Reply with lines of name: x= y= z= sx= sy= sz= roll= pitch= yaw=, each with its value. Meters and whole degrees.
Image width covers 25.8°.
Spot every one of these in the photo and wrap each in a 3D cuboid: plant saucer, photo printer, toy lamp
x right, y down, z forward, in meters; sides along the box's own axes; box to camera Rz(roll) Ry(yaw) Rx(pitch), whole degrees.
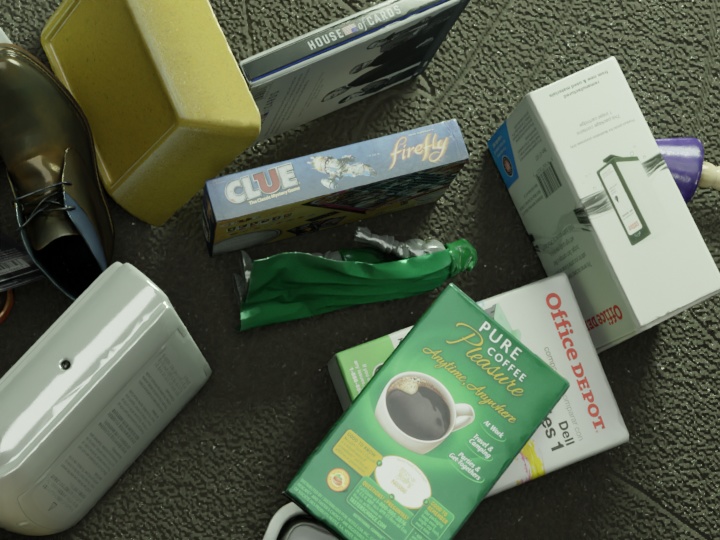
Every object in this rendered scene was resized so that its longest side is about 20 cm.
plant saucer: x=-0.174 y=-0.150 z=1.198 sx=0.048 sy=0.200 sz=0.201 roll=-20 pitch=82 yaw=-36
photo printer: x=-0.208 y=0.106 z=1.167 sx=0.069 sy=0.167 sz=0.200 roll=38 pitch=77 yaw=20
toy lamp: x=0.328 y=-0.073 z=1.321 sx=0.198 sy=0.058 sz=0.059 roll=9 pitch=79 yaw=-6

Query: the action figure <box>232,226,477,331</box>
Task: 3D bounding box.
action figure: x=0.000 y=0.000 z=1.254 sx=0.198 sy=0.118 sz=0.055 roll=-6 pitch=68 yaw=-17

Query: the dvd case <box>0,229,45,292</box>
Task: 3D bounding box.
dvd case: x=-0.352 y=-0.035 z=1.165 sx=0.199 sy=0.148 sz=0.016 roll=35 pitch=119 yaw=20

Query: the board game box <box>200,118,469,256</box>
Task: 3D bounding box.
board game box: x=-0.024 y=-0.063 z=1.234 sx=0.198 sy=0.136 sz=0.035 roll=-14 pitch=82 yaw=-10

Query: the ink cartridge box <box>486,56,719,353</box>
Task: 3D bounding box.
ink cartridge box: x=0.191 y=-0.046 z=1.253 sx=0.084 sy=0.146 sz=0.201 roll=-24 pitch=84 yaw=-13

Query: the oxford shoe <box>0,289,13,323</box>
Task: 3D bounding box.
oxford shoe: x=-0.358 y=-0.027 z=1.216 sx=0.199 sy=0.073 sz=0.072 roll=29 pitch=78 yaw=-1

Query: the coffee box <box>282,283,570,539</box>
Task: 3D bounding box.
coffee box: x=0.050 y=0.124 z=1.170 sx=0.123 sy=0.044 sz=0.200 roll=38 pitch=80 yaw=2

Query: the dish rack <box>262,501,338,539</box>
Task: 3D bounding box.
dish rack: x=-0.021 y=0.295 z=1.216 sx=0.170 sy=0.044 sz=0.201 roll=23 pitch=78 yaw=-2

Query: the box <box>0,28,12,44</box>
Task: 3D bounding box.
box: x=-0.351 y=-0.169 z=1.161 sx=0.152 sy=0.200 sz=0.107 roll=30 pitch=78 yaw=19

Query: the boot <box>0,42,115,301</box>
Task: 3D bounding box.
boot: x=-0.227 y=-0.067 z=1.160 sx=0.074 sy=0.097 sz=0.201 roll=-22 pitch=127 yaw=-1

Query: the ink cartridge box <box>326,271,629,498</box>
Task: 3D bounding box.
ink cartridge box: x=0.092 y=0.104 z=1.244 sx=0.199 sy=0.084 sz=0.146 roll=-19 pitch=82 yaw=-9

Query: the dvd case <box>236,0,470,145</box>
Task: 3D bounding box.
dvd case: x=-0.018 y=-0.158 z=1.229 sx=0.199 sy=0.150 sz=0.025 roll=-25 pitch=80 yaw=-21
